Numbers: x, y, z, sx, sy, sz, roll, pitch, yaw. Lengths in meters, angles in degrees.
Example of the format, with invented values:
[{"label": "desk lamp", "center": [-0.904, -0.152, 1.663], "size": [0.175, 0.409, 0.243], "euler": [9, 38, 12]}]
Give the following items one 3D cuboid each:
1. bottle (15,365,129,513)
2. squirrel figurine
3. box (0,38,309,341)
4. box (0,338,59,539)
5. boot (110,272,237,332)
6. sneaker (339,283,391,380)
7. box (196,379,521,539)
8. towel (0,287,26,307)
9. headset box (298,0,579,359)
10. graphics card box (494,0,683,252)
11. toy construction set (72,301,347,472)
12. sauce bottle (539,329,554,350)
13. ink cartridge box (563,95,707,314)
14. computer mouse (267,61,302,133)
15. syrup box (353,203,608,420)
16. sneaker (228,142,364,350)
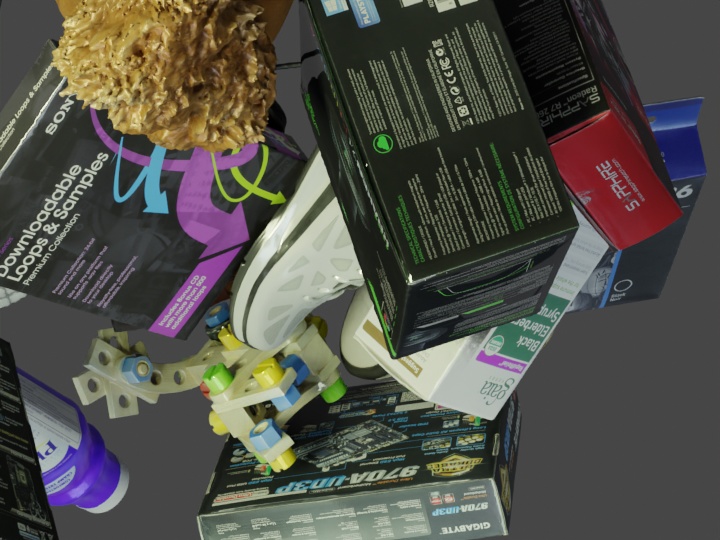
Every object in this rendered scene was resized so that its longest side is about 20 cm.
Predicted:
[{"label": "bottle", "center": [-0.238, 0.122, 1.501], "size": [0.083, 0.065, 0.200], "euler": [-27, 146, 14]}, {"label": "squirrel figurine", "center": [-0.087, -0.160, 1.020], "size": [0.141, 0.200, 0.187], "euler": [-4, 158, -7]}, {"label": "box", "center": [-0.139, -0.041, 1.220], "size": [0.200, 0.036, 0.143], "euler": [20, 114, -45]}, {"label": "box", "center": [-0.261, 0.086, 1.201], "size": [0.043, 0.160, 0.200], "euler": [-30, 149, 17]}, {"label": "boot", "center": [-0.069, -0.032, 1.347], "size": [0.200, 0.069, 0.188], "euler": [-13, 144, -9]}, {"label": "sneaker", "center": [0.031, -0.018, 1.368], "size": [0.080, 0.074, 0.200], "euler": [6, 117, -49]}, {"label": "box", "center": [0.003, 0.129, 1.396], "size": [0.200, 0.159, 0.046], "euler": [-9, 113, 11]}, {"label": "towel", "center": [-0.308, -0.022, 1.242], "size": [0.200, 0.086, 0.166], "euler": [-19, 149, 1]}, {"label": "headset box", "center": [0.035, -0.062, 1.115], "size": [0.093, 0.174, 0.200], "euler": [-18, 168, -5]}, {"label": "graphics card box", "center": [0.112, -0.124, 1.165], "size": [0.051, 0.200, 0.125], "euler": [-26, 145, 15]}, {"label": "toy construction set", "center": [-0.093, 0.073, 1.420], "size": [0.200, 0.131, 0.092], "euler": [6, 134, 39]}, {"label": "sauce bottle", "center": [0.102, 0.032, 1.462], "size": [0.065, 0.065, 0.200], "euler": [-18, 178, 2]}, {"label": "ink cartridge box", "center": [0.180, -0.041, 1.473], "size": [0.099, 0.039, 0.200], "euler": [-9, 146, -11]}, {"label": "computer mouse", "center": [0.011, -0.121, 1.269], "size": [0.200, 0.044, 0.110], "euler": [-11, 146, -9]}, {"label": "syrup box", "center": [0.091, -0.012, 1.306], "size": [0.079, 0.081, 0.200], "euler": [20, 106, -51]}, {"label": "sneaker", "center": [0.000, 0.000, 1.274], "size": [0.076, 0.115, 0.201], "euler": [-33, 160, -52]}]
